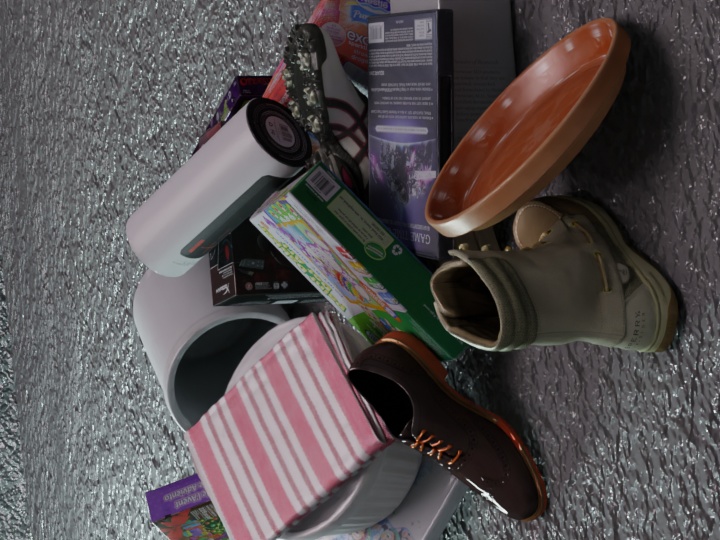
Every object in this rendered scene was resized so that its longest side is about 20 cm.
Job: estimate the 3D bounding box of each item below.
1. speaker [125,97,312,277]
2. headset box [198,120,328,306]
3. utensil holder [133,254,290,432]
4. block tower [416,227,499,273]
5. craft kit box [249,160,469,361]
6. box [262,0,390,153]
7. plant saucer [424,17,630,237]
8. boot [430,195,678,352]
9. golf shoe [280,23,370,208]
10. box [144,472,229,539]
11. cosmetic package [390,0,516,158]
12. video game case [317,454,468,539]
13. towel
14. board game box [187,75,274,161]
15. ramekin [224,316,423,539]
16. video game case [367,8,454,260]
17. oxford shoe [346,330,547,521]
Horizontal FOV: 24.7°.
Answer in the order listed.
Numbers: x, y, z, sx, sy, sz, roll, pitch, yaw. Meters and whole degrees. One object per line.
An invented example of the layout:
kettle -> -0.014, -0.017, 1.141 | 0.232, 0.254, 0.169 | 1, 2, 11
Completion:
speaker -> -0.138, -0.077, 1.575 | 0.200, 0.081, 0.081 | -39, 53, 34
headset box -> -0.080, -0.069, 1.685 | 0.075, 0.148, 0.200 | 156, 111, -64
utensil holder -> -0.162, 0.079, 1.869 | 0.200, 0.170, 0.170 | -130, 43, -57
block tower -> 0.056, -0.021, 1.467 | 0.200, 0.054, 0.058 | 15, 127, 66
craft kit box -> 0.000, 0.000, 1.448 | 0.200, 0.049, 0.198 | 45, 170, -5
box -> -0.022, -0.183, 1.563 | 0.095, 0.103, 0.200 | -66, 9, -29
plant saucer -> 0.126, -0.101, 1.212 | 0.200, 0.032, 0.200 | -46, 14, 15
boot -> 0.120, 0.000, 1.206 | 0.200, 0.154, 0.072 | -129, 43, -55
golf shoe -> -0.013, -0.139, 1.473 | 0.077, 0.088, 0.200 | 47, 156, 53
box -> -0.122, 0.260, 1.713 | 0.200, 0.137, 0.039 | 59, -170, -55
cosmetic package -> 0.079, -0.170, 1.398 | 0.101, 0.071, 0.200 | 164, 103, -67
video game case -> -0.004, 0.224, 1.533 | 0.182, 0.024, 0.200 | 38, 103, 42
towel -> -0.065, 0.148, 1.448 | 0.200, 0.030, 0.146 | -43, 56, 25
board game box -> -0.105, -0.151, 1.775 | 0.200, 0.120, 0.032 | 132, 134, -58
ramekin -> -0.030, 0.149, 1.498 | 0.202, 0.094, 0.203 | -13, 69, 38
video game case -> 0.041, -0.115, 1.379 | 0.143, 0.019, 0.200 | -165, 73, -66
oxford shoe -> 0.068, 0.140, 1.362 | 0.200, 0.073, 0.071 | 43, 128, 16
